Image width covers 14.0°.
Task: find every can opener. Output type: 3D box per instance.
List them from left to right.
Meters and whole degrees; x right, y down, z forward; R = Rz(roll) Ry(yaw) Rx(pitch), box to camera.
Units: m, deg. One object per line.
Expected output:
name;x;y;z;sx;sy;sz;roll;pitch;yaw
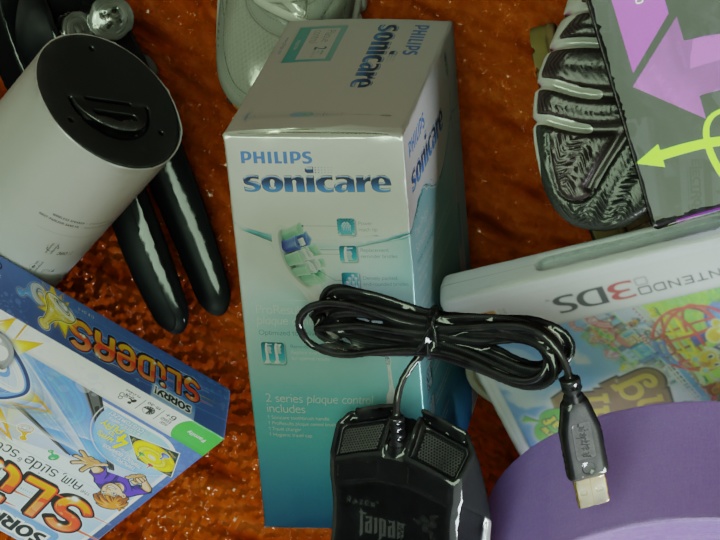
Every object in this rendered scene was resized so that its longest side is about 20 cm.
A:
can opener;-0.116;-0.065;1.456;0.063;0.079;0.200;-30;94;-25

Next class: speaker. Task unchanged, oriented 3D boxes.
speaker;-0.169;-0.025;1.414;0.081;0.081;0.200;47;129;3

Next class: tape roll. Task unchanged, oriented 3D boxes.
tape roll;0.156;0.143;1.352;0.200;0.200;0.066;-7;52;13

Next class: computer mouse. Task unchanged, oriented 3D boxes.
computer mouse;0.049;0.100;1.285;0.140;0.046;0.200;4;109;26

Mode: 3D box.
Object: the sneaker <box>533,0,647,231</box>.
sneaker;0.126;-0.112;1.337;0.076;0.116;0.200;11;86;5

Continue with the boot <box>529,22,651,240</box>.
boot;0.196;-0.066;1.382;0.200;0.066;0.175;-20;76;4

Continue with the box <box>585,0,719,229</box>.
box;0.200;-0.114;1.250;0.200;0.036;0.143;-17;89;5

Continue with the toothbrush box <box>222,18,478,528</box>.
toothbrush box;0.000;0.000;1.360;0.085;0.146;0.200;1;116;11

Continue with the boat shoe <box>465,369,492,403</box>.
boat shoe;0.141;0.063;1.406;0.200;0.057;0.067;28;127;-13

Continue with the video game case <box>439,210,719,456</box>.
video game case;0.156;0.059;1.343;0.182;0.022;0.200;-14;128;20

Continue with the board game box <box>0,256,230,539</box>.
board game box;-0.183;0.057;1.418;0.200;0.034;0.135;31;130;-25

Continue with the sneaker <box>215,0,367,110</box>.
sneaker;-0.025;-0.167;1.399;0.076;0.092;0.200;24;101;9
